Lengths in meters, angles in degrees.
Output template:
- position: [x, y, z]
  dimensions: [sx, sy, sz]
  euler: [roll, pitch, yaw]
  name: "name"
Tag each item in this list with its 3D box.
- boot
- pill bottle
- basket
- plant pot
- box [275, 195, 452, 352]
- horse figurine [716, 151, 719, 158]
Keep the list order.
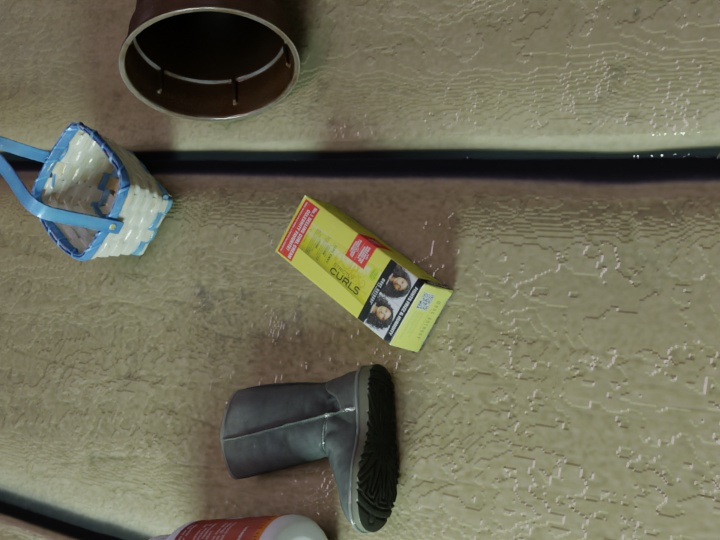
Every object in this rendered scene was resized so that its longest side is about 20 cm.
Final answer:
- position: [-0.059, 0.186, 1.220]
  dimensions: [0.200, 0.073, 0.182]
  euler: [-15, 54, 29]
  name: "boot"
- position: [-0.133, 0.305, 1.219]
  dimensions: [0.200, 0.112, 0.113]
  euler: [-12, 70, 37]
  name: "pill bottle"
- position: [-0.340, -0.095, 1.451]
  dimensions: [0.139, 0.200, 0.176]
  euler: [-55, 49, 13]
  name: "basket"
- position: [-0.174, -0.309, 1.394]
  dimensions: [0.200, 0.200, 0.199]
  euler: [-26, 55, 32]
  name: "plant pot"
- position: [0.000, 0.000, 1.238]
  dimensions: [0.200, 0.050, 0.075]
  euler: [39, 104, 40]
  name: "box"
- position: [0.343, -0.146, 0.933]
  dimensions: [0.050, 0.200, 0.132]
  euler: [-37, 49, -21]
  name: "horse figurine"
